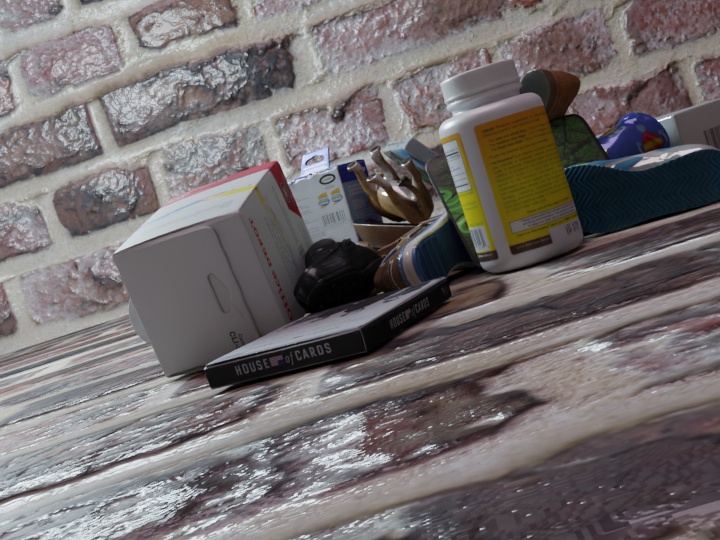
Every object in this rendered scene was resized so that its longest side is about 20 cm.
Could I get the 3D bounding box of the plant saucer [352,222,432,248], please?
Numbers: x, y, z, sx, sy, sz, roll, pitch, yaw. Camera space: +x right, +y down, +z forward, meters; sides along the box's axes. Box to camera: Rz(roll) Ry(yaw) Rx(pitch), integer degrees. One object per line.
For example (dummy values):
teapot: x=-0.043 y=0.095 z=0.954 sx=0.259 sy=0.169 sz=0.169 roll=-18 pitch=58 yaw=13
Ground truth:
plant saucer: x=0.090 y=-0.045 z=1.409 sx=0.200 sy=0.035 sz=0.200 roll=0 pitch=3 yaw=0

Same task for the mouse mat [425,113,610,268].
mouse mat: x=0.190 y=-0.092 z=1.184 sx=0.200 sy=0.161 sz=0.008 roll=-19 pitch=-30 yaw=-8

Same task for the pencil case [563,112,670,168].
pencil case: x=0.268 y=-0.112 z=1.246 sx=0.200 sy=0.078 sz=0.087 roll=-32 pitch=27 yaw=-18

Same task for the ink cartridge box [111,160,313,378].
ink cartridge box: x=-0.141 y=-0.006 z=1.117 sx=0.145 sy=0.145 sz=0.200 roll=-18 pitch=16 yaw=13

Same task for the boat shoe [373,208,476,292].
boat shoe: x=0.077 y=-0.023 z=1.188 sx=0.072 sy=0.072 sz=0.200 roll=-17 pitch=3 yaw=32

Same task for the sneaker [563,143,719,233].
sneaker: x=0.291 y=-0.087 z=1.133 sx=0.200 sy=0.077 sz=0.081 roll=-7 pitch=9 yaw=18

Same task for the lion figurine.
lion figurine: x=0.053 y=-0.097 z=1.401 sx=0.072 sy=0.123 sz=0.200 roll=-37 pitch=23 yaw=1

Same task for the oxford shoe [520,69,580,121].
oxford shoe: x=0.201 y=-0.168 z=1.299 sx=0.071 sy=0.071 sz=0.200 roll=-9 pitch=-24 yaw=-32

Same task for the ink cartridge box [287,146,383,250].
ink cartridge box: x=-0.045 y=-0.072 z=1.515 sx=0.136 sy=0.200 sz=0.076 roll=-15 pitch=4 yaw=35

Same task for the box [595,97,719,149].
box: x=0.383 y=-0.147 z=1.374 sx=0.124 sy=0.098 sz=0.200 roll=-20 pitch=5 yaw=-30

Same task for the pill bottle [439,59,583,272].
pill bottle: x=0.147 y=-0.106 z=1.079 sx=0.109 sy=0.200 sz=0.109 roll=-18 pitch=4 yaw=1

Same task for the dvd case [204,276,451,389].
dvd case: x=-0.022 y=0.052 z=0.923 sx=0.150 sy=0.025 sz=0.200 roll=-16 pitch=5 yaw=26

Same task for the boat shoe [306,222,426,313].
boat shoe: x=0.000 y=0.000 z=1.250 sx=0.200 sy=0.068 sz=0.072 roll=-19 pitch=4 yaw=-12

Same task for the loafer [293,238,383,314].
loafer: x=-0.032 y=0.002 z=1.118 sx=0.068 sy=0.070 sz=0.201 roll=-57 pitch=-10 yaw=15

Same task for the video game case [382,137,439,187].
video game case: x=0.128 y=-0.111 z=1.411 sx=0.022 sy=0.200 sz=0.182 roll=-57 pitch=9 yaw=0

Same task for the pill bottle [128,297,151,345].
pill bottle: x=-0.222 y=0.033 z=1.475 sx=0.111 sy=0.111 sz=0.200 roll=-15 pitch=8 yaw=37
